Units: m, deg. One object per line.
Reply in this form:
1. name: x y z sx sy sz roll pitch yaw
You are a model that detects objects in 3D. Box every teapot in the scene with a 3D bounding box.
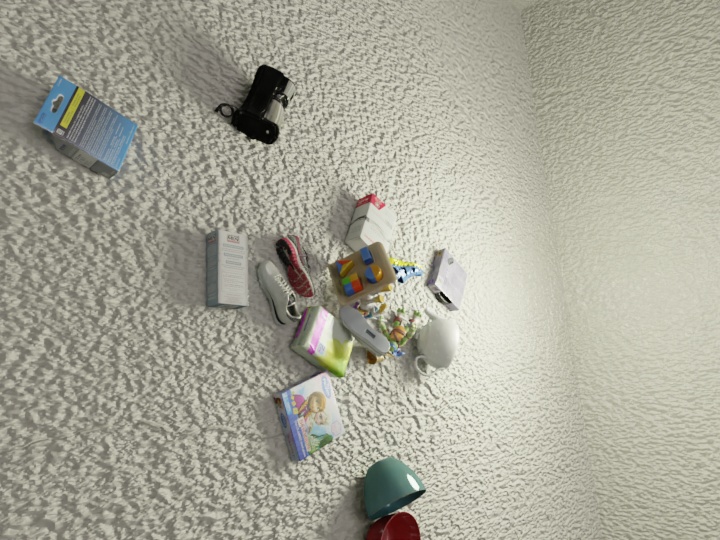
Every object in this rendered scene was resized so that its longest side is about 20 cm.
1. teapot: 0.272 0.267 2.096 0.144 0.200 0.200 16 17 -5

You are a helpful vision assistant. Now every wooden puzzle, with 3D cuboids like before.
1. wooden puzzle: 0.000 0.000 1.799 0.047 0.198 0.187 64 4 -48

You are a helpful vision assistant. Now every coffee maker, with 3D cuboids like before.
1. coffee maker: -0.305 -0.516 1.703 0.191 0.134 0.202 36 54 -34

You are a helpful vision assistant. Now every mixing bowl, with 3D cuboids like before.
1. mixing bowl: 0.087 0.845 1.741 0.198 0.107 0.204 10 75 -45

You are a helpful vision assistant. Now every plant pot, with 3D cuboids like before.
1. plant pot: 0.089 0.669 1.763 0.198 0.200 0.136 8 45 -46

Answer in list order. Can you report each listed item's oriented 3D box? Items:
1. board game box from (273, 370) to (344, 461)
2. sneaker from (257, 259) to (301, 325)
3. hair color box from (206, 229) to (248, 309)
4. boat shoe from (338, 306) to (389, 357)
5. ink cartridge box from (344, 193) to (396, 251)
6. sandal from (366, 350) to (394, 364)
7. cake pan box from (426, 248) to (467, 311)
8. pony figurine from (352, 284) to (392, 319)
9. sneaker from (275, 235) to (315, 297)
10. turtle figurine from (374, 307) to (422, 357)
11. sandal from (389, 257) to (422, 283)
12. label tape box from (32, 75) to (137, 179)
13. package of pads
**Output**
1. board game box: -0.148 0.424 1.663 0.198 0.041 0.203 -18 92 -49
2. sneaker: -0.233 0.060 1.651 0.076 0.080 0.202 -29 99 -46
3. hair color box: -0.364 -0.002 1.539 0.098 0.060 0.203 10 72 -46
4. boat shoe: 0.002 0.199 1.778 0.200 0.065 0.073 45 50 7
5. ink cartridge box: 0.039 -0.146 2.006 0.145 0.083 0.202 40 52 -33
6. sandal: 0.039 0.281 1.901 0.070 0.077 0.211 -52 146 0
7. cake pan box: 0.363 0.042 2.332 0.184 0.052 0.202 41 51 -29
8. pony figurine: 0.014 0.086 1.858 0.165 0.199 0.195 28 43 -31
9. sneaker: -0.183 -0.014 1.727 0.074 0.080 0.203 -28 99 -50
10. turtle figurine: 0.135 0.178 1.968 0.201 0.143 0.194 58 34 -8
11. sandal: 0.155 0.008 2.100 0.198 0.079 0.089 7 77 -38
12. label tape box: -0.647 -0.333 1.326 0.199 0.066 0.145 31 57 -35
13. package of pads: -0.110 0.218 1.746 0.200 0.068 0.156 44 50 -34
